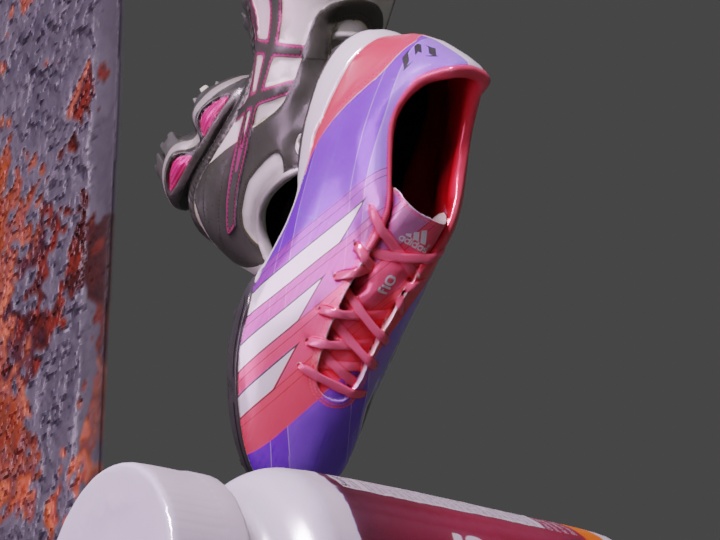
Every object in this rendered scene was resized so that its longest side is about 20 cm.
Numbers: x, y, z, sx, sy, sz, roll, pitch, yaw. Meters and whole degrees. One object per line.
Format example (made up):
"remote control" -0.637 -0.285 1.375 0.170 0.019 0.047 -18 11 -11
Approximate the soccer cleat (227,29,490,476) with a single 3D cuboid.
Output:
"soccer cleat" 0.000 0.000 1.162 0.073 0.068 0.201 13 87 55

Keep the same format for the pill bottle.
"pill bottle" -0.002 0.128 0.979 0.109 0.199 0.110 -28 55 50

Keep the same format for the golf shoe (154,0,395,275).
"golf shoe" -0.015 -0.088 1.226 0.088 0.077 0.200 51 129 38
